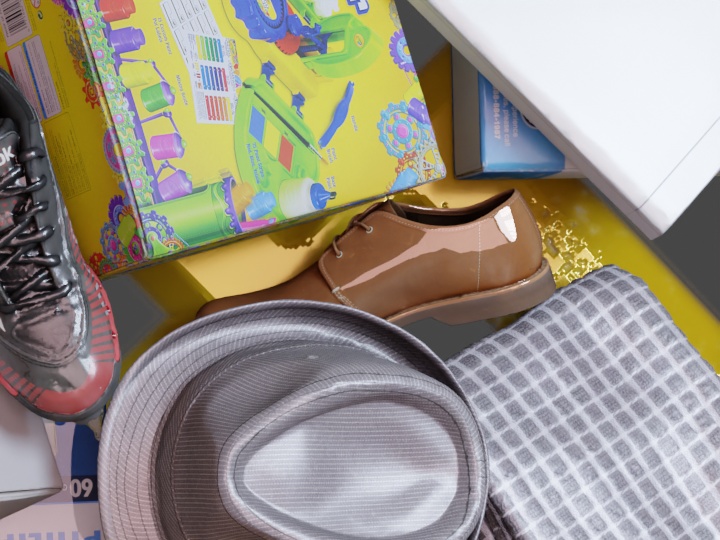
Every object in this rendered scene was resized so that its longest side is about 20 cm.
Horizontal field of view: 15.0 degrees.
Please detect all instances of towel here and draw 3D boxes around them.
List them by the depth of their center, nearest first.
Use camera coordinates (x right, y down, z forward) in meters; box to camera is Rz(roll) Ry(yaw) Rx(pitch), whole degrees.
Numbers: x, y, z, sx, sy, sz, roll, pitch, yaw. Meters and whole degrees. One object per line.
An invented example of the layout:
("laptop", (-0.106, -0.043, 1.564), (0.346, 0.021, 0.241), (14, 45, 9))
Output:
("towel", (0.130, 0.111, 1.449), (0.165, 0.086, 0.200), (-30, 75, -30))

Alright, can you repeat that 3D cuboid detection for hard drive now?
("hard drive", (0.125, -0.133, 1.435), (0.200, 0.027, 0.132), (44, 73, -4))

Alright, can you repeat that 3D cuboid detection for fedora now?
("fedora", (-0.019, 0.099, 1.320), (0.199, 0.090, 0.177), (6, 82, -20))

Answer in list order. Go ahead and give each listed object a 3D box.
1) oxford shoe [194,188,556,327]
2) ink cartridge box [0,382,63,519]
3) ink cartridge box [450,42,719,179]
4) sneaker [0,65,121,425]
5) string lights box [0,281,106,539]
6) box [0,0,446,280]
("oxford shoe", (0.000, 0.000, 1.470), (0.199, 0.071, 0.071), (-15, 109, 0))
("ink cartridge box", (-0.270, 0.046, 1.360), (0.146, 0.146, 0.201), (-25, 77, 29))
("ink cartridge box", (0.154, -0.124, 1.504), (0.199, 0.084, 0.146), (-1, 87, -9))
("sneaker", (-0.173, -0.021, 1.320), (0.071, 0.098, 0.201), (-21, 80, -6))
("string lights box", (-0.187, 0.056, 1.459), (0.102, 0.059, 0.201), (-2, 87, -9))
("box", (-0.087, -0.112, 1.415), (0.192, 0.122, 0.201), (-16, 89, -35))
